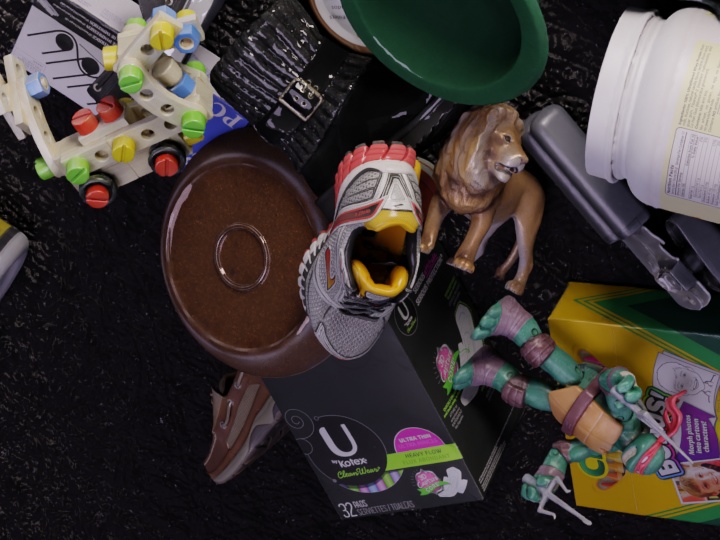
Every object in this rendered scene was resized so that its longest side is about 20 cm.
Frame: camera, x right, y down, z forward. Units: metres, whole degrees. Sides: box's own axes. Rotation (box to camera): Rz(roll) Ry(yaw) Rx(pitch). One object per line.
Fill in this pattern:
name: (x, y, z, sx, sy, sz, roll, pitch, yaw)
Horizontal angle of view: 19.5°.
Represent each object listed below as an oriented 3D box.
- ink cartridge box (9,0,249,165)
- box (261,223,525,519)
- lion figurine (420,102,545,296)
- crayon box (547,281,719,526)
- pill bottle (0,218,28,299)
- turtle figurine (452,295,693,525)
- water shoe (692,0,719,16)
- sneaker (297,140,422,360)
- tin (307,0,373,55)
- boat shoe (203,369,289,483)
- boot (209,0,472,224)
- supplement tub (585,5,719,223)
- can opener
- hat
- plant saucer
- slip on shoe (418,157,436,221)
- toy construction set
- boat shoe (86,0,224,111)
ink cartridge box: (-0.181, -0.160, 1.705, 0.199, 0.044, 0.094, 33, 134, -2)
box: (0.020, 0.086, 1.743, 0.148, 0.125, 0.201, -12, 118, 31)
lion figurine: (0.102, -0.056, 1.597, 0.072, 0.200, 0.123, 23, 90, 18)
crayon box: (0.251, 0.111, 1.692, 0.171, 0.058, 0.201, 5, 127, 23)
pill bottle: (-0.405, -0.036, 1.869, 0.199, 0.112, 0.112, 34, 133, -1)
turtle figurine: (0.169, 0.114, 1.632, 0.200, 0.100, 0.150, 38, 120, 18)
water shoe: (0.187, -0.234, 1.439, 0.198, 0.079, 0.072, 18, 131, 13)
sneaker: (0.000, 0.000, 1.544, 0.077, 0.083, 0.201, 0, 138, -11)
tin: (0.002, -0.250, 1.549, 0.111, 0.042, 0.201, 5, 127, 29)
boat shoe: (-0.097, 0.119, 1.871, 0.072, 0.076, 0.200, 46, 136, 9)
boot: (-0.003, -0.151, 1.553, 0.211, 0.079, 0.158, -39, 87, 24)
supplement tub: (0.268, -0.102, 1.457, 0.198, 0.145, 0.146, 16, 131, 15)
can opener: (0.207, -0.054, 1.600, 0.200, 0.067, 0.053, 49, 164, -6)
hat: (0.102, -0.237, 1.457, 0.166, 0.176, 0.199, 48, 147, -17)
plant saucer: (-0.086, -0.012, 1.660, 0.199, 0.034, 0.202, 6, 101, 31)
slip on shoe: (-0.029, -0.052, 1.703, 0.199, 0.061, 0.074, -3, 126, 30)
toy construction set: (-0.192, -0.123, 1.570, 0.199, 0.093, 0.131, -11, 136, 27)
boat shoe: (-0.149, -0.201, 1.615, 0.066, 0.070, 0.201, 32, 116, -2)
